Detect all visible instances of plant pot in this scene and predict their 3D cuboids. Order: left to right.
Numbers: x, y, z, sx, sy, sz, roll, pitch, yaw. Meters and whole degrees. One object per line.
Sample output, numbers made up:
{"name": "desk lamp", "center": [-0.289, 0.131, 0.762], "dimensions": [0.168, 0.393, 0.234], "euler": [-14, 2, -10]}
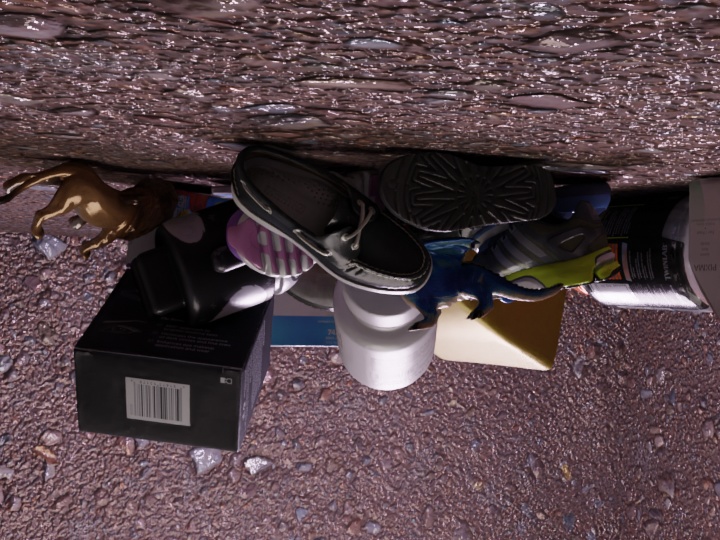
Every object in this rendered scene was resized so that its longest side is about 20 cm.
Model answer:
{"name": "plant pot", "center": [0.144, 0.004, 1.380], "dimensions": [0.192, 0.200, 0.199], "euler": [2, 163, 40]}

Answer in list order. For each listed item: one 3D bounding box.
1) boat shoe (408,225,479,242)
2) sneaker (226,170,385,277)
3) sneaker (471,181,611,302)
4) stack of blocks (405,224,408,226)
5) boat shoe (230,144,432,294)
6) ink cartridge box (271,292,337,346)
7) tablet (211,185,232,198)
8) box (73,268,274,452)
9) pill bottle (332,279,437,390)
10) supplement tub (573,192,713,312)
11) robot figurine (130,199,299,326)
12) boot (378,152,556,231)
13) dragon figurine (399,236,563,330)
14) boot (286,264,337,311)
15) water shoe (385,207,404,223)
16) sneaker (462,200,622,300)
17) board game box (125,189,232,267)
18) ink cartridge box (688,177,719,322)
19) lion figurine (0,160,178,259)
{"name": "boat shoe", "center": [0.115, -0.053, 1.201], "dimensions": [0.071, 0.073, 0.199], "euler": [5, 175, -28]}
{"name": "sneaker", "center": [-0.064, -0.053, 1.014], "dimensions": [0.087, 0.082, 0.199], "euler": [18, -153, 35]}
{"name": "sneaker", "center": [0.194, -0.031, 1.084], "dimensions": [0.073, 0.084, 0.200], "euler": [-2, 160, -29]}
{"name": "stack of blocks", "center": [-0.039, -0.052, 1.292], "dimensions": [0.113, 0.060, 0.199], "euler": [-3, 175, -28]}
{"name": "boat shoe", "center": [-0.025, -0.043, 0.901], "dimensions": [0.197, 0.077, 0.060], "euler": [24, 162, -1]}
{"name": "ink cartridge box", "center": [-0.083, 0.010, 1.573], "dimensions": [0.143, 0.205, 0.147], "euler": [2, 179, -15]}
{"name": "tablet", "center": [-0.085, -0.092, 1.305], "dimensions": [0.128, 0.014, 0.199], "euler": [2, 179, 23]}
{"name": "box", "center": [-0.215, 0.102, 1.243], "dimensions": [0.192, 0.120, 0.201], "euler": [7, -153, 4]}
{"name": "pill bottle", "center": [0.027, 0.043, 1.098], "dimensions": [0.112, 0.117, 0.201], "euler": [3, 156, 3]}
{"name": "supplement tub", "center": [0.318, -0.019, 1.133], "dimensions": [0.120, 0.125, 0.199], "euler": [4, 179, -30]}
{"name": "robot figurine", "center": [-0.159, -0.010, 1.192], "dimensions": [0.197, 0.127, 0.150], "euler": [-20, -140, -22]}
{"name": "boot", "center": [0.074, -0.070, 0.987], "dimensions": [0.161, 0.067, 0.200], "euler": [5, -177, -14]}
{"name": "dragon figurine", "center": [0.084, -0.002, 0.959], "dimensions": [0.196, 0.102, 0.059], "euler": [-11, 177, 11]}
{"name": "boot", "center": [0.000, 0.000, 1.241], "dimensions": [0.196, 0.069, 0.131], "euler": [14, 153, 7]}
{"name": "water shoe", "center": [-0.010, -0.058, 1.137], "dimensions": [0.195, 0.081, 0.071], "euler": [3, 179, -11]}
{"name": "sneaker", "center": [0.160, -0.020, 1.028], "dimensions": [0.197, 0.083, 0.073], "euler": [-10, -179, 35]}
{"name": "board game box", "center": [-0.194, -0.043, 1.370], "dimensions": [0.198, 0.107, 0.102], "euler": [7, 179, -43]}
{"name": "ink cartridge box", "center": [0.380, 0.021, 0.991], "dimensions": [0.158, 0.205, 0.050], "euler": [4, 178, -32]}
{"name": "lion figurine", "center": [-0.289, -0.076, 1.132], "dimensions": [0.121, 0.074, 0.199], "euler": [-27, 163, 15]}
